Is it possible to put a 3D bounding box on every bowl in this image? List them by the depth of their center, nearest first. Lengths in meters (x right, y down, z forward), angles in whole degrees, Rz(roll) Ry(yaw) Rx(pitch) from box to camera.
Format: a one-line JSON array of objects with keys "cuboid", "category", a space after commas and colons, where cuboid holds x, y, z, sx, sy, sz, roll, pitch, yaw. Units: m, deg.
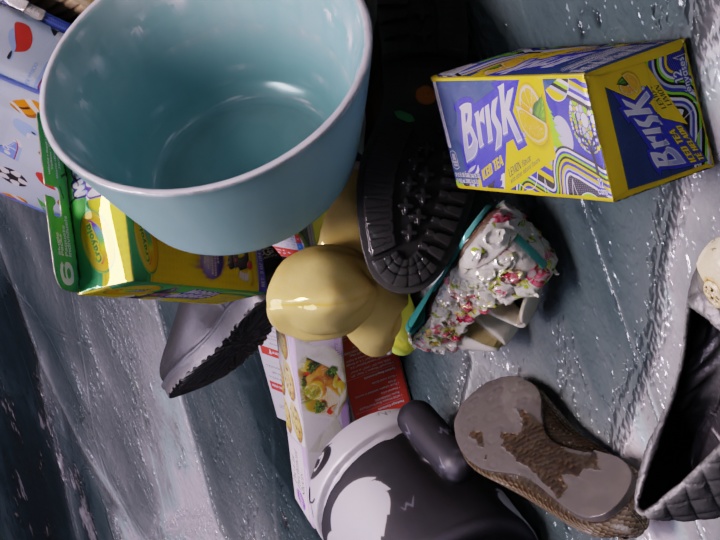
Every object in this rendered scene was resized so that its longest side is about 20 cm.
[{"cuboid": [-0.079, -0.088, 1.363, 0.201, 0.200, 0.105, 55, 170, 40], "category": "bowl"}]

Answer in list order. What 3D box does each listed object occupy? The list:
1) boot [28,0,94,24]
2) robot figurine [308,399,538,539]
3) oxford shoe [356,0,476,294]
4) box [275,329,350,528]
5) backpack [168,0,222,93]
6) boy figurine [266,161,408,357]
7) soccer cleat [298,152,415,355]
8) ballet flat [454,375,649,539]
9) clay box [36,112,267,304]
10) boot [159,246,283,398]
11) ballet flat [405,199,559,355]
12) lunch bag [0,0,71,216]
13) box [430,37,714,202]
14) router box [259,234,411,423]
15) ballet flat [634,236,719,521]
[{"cuboid": [-0.151, -0.234, 1.561, 0.072, 0.199, 0.168, -3, 70, 51], "category": "boot"}, {"cuboid": [0.043, 0.182, 1.568, 0.125, 0.150, 0.200, 34, -169, -43], "category": "robot figurine"}, {"cuboid": [0.034, -0.076, 1.398, 0.084, 0.072, 0.202, 110, 167, -70], "category": "oxford shoe"}, {"cuboid": [-0.032, 0.102, 1.682, 0.042, 0.038, 0.201, -124, 22, -46], "category": "box"}, {"cuboid": [-0.088, -0.193, 1.467, 0.127, 0.166, 0.201, -104, 0, -64], "category": "backpack"}, {"cuboid": [0.000, 0.000, 1.437, 0.200, 0.064, 0.125, -49, -47, -62], "category": "boy figurine"}, {"cuboid": [-0.006, -0.033, 1.606, 0.201, 0.083, 0.065, 57, -168, -7], "category": "soccer cleat"}, {"cuboid": [0.120, 0.118, 1.415, 0.046, 0.067, 0.200, 44, 173, -30], "category": "ballet flat"}, {"cuboid": [-0.131, -0.041, 1.471, 0.200, 0.047, 0.116, 6, -106, -65], "category": "clay box"}, {"cuboid": [-0.132, -0.032, 1.640, 0.165, 0.065, 0.201, -45, 70, 42], "category": "boot"}, {"cuboid": [0.074, 0.019, 1.433, 0.064, 0.076, 0.200, 35, 162, 2], "category": "ballet flat"}, {"cuboid": [-0.232, -0.117, 1.558, 0.159, 0.076, 0.200, 26, 155, -2], "category": "lunch bag"}, {"cuboid": [0.109, -0.081, 1.240, 0.200, 0.064, 0.071, -168, 62, -69], "category": "box"}, {"cuboid": [-0.035, 0.034, 1.772, 0.200, 0.049, 0.181, 13, 119, 69], "category": "router box"}, {"cuboid": [0.180, 0.063, 1.182, 0.067, 0.056, 0.201, 54, 154, 40], "category": "ballet flat"}]
